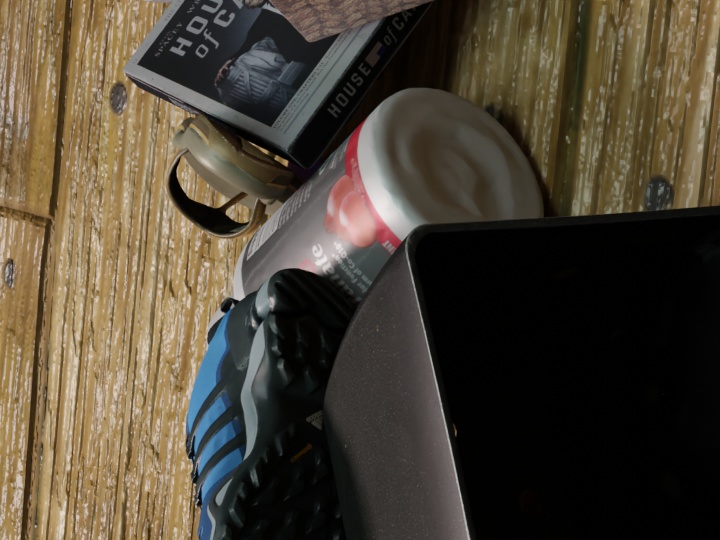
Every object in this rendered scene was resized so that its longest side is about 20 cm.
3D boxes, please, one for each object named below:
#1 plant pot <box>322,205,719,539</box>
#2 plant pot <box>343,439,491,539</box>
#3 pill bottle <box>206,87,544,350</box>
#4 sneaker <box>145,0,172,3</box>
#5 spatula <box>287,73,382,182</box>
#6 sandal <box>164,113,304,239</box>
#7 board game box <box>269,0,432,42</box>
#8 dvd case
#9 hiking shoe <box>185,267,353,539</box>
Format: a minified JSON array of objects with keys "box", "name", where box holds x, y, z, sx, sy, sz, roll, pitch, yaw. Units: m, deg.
[{"box":[0.088,0.097,1.112,0.177,0.199,0.201,-37,62,58],"name":"plant pot"},{"box":[0.006,0.184,1.231,0.186,0.186,0.201,1,76,51],"name":"plant pot"},{"box":[0.000,0.000,1.271,0.200,0.110,0.111,-44,57,42],"name":"pill bottle"},{"box":[-0.194,-0.248,1.510,0.200,0.112,0.071,55,129,36],"name":"sneaker"},{"box":[-0.005,-0.100,1.348,0.057,0.020,0.201,55,129,42],"name":"spatula"},{"box":[-0.076,-0.046,1.307,0.054,0.080,0.200,-61,2,-1],"name":"sandal"},{"box":[0.011,-0.245,1.210,0.159,0.097,0.201,-17,73,12],"name":"board game box"},{"box":[-0.041,-0.144,1.319,0.151,0.025,0.200,-54,36,-6],"name":"dvd case"},{"box":[-0.052,0.101,1.190,0.087,0.074,0.201,-24,48,51],"name":"hiking shoe"}]
